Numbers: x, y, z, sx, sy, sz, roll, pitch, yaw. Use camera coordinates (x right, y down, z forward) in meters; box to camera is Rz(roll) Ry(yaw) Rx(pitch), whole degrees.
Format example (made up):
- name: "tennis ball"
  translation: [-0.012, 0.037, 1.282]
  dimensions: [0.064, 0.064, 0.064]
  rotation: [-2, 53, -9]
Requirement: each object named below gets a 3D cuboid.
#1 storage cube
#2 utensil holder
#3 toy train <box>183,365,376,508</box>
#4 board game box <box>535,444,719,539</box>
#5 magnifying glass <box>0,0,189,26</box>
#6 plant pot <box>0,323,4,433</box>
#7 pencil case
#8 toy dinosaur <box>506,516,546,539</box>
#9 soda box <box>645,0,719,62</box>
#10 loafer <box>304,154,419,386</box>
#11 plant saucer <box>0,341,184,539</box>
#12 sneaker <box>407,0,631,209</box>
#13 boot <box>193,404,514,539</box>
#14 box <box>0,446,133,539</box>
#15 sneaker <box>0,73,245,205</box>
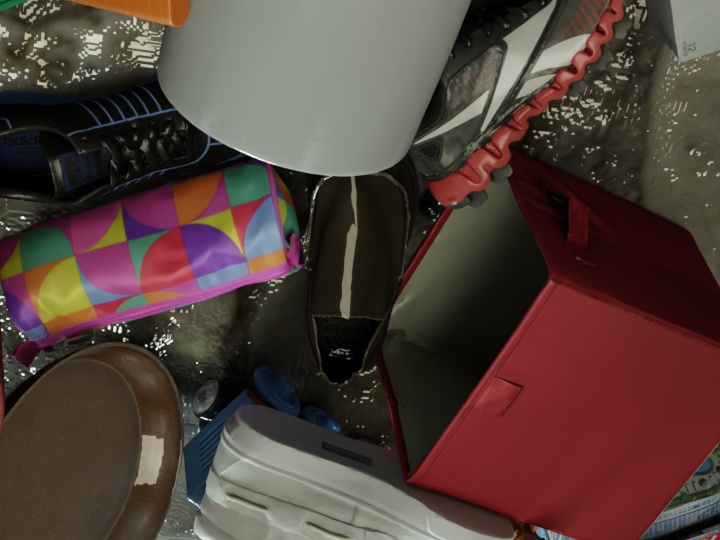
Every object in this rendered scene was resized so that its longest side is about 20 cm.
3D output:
- name: "storage cube"
  translation: [0.134, 0.051, 0.894]
  dimensions: [0.179, 0.171, 0.201]
  rotation: [22, 117, -22]
- name: "utensil holder"
  translation: [-0.014, -0.178, 0.727]
  dimensions: [0.168, 0.171, 0.201]
  rotation: [11, 124, -16]
- name: "toy train"
  translation: [-0.042, 0.155, 0.967]
  dimensions: [0.087, 0.115, 0.200]
  rotation: [-40, 120, 18]
- name: "board game box"
  translation: [0.205, 0.203, 1.036]
  dimensions: [0.198, 0.062, 0.200]
  rotation: [-16, 143, 2]
- name: "magnifying glass"
  translation: [-0.180, -0.166, 0.727]
  dimensions: [0.199, 0.022, 0.080]
  rotation: [19, 125, 24]
- name: "plant pot"
  translation: [-0.303, 0.027, 0.798]
  dimensions: [0.198, 0.178, 0.202]
  rotation: [-3, 120, -4]
- name: "pencil case"
  translation: [-0.135, -0.007, 0.865]
  dimensions: [0.198, 0.089, 0.089]
  rotation: [-19, 124, 4]
- name: "toy dinosaur"
  translation: [0.097, 0.209, 0.924]
  dimensions: [0.102, 0.200, 0.136]
  rotation: [-34, 94, 2]
- name: "soda box"
  translation: [0.197, -0.231, 0.785]
  dimensions: [0.068, 0.064, 0.201]
  rotation: [-17, 125, 2]
- name: "loafer"
  translation: [0.000, 0.000, 0.861]
  dimensions: [0.072, 0.072, 0.201]
  rotation: [2, 135, 1]
- name: "plant saucer"
  translation: [-0.192, 0.140, 0.871]
  dimensions: [0.034, 0.200, 0.202]
  rotation: [16, 130, 30]
- name: "sneaker"
  translation: [0.088, -0.136, 0.824]
  dimensions: [0.098, 0.071, 0.201]
  rotation: [35, 108, -19]
- name: "boot"
  translation: [-0.007, 0.166, 0.865]
  dimensions: [0.199, 0.074, 0.096]
  rotation: [23, 105, 0]
- name: "box"
  translation: [-0.247, 0.196, 0.918]
  dimensions: [0.060, 0.200, 0.117]
  rotation: [26, 124, 24]
- name: "sneaker"
  translation: [-0.148, -0.076, 0.821]
  dimensions: [0.198, 0.078, 0.071]
  rotation: [-8, 124, -4]
